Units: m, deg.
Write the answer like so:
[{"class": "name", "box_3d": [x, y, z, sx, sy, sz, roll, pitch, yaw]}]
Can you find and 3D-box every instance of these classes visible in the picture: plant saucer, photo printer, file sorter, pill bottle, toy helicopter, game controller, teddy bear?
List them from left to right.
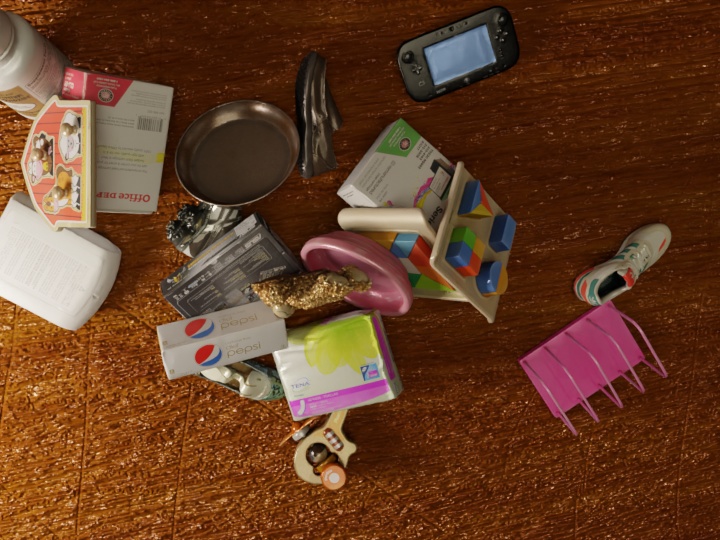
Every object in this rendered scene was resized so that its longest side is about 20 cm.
[{"class": "pill bottle", "box_3d": [-0.500, -0.302, 1.100, 0.114, 0.200, 0.115, -1, 80, 6]}, {"class": "photo printer", "box_3d": [-0.501, -0.009, 1.250, 0.199, 0.069, 0.167, 30, 98, -13]}, {"class": "plant saucer", "box_3d": [-0.191, -0.180, 1.213, 0.199, 0.032, 0.201, -3, 64, 6]}, {"class": "teddy bear", "box_3d": [-0.076, 0.035, 1.191, 0.199, 0.145, 0.067, -11, 95, 20]}, {"class": "toy helicopter", "box_3d": [-0.061, 0.282, 1.379, 0.132, 0.079, 0.201, 23, 89, -2]}, {"class": "plant saucer", "box_3d": [0.000, 0.000, 1.260, 0.200, 0.200, 0.051, 34, 66, -13]}, {"class": "game controller", "box_3d": [0.160, -0.352, 1.256, 0.199, 0.042, 0.105, -22, 105, 0]}, {"class": "file sorter", "box_3d": [0.414, 0.176, 1.367, 0.200, 0.125, 0.139, -34, 105, 2]}]

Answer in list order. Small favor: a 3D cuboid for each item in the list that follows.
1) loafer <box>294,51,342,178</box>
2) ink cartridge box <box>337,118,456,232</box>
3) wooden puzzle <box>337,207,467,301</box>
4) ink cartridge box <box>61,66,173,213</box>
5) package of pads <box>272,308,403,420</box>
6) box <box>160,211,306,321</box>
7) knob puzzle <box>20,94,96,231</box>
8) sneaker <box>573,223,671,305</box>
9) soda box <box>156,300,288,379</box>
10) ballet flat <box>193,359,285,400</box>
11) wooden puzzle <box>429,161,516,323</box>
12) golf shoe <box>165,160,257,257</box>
[{"class": "loafer", "box_3d": [-0.066, -0.251, 1.247, 0.071, 0.073, 0.201, -3, 109, -16]}, {"class": "ink cartridge box", "box_3d": [0.087, -0.124, 1.260, 0.200, 0.084, 0.145, 39, 77, -13]}, {"class": "wooden puzzle", "box_3d": [0.073, -0.020, 1.236, 0.200, 0.184, 0.037, 52, 58, -35]}, {"class": "ink cartridge box", "box_3d": [-0.381, -0.196, 1.179, 0.145, 0.083, 0.201, 0, 107, -45]}, {"class": "package of pads", "box_3d": [-0.044, 0.156, 1.300, 0.199, 0.068, 0.155, -17, 92, 19]}, {"class": "box", "box_3d": [-0.201, 0.022, 1.274, 0.200, 0.048, 0.159, -36, 127, 3]}, {"class": "knob puzzle", "box_3d": [-0.452, -0.156, 1.124, 0.030, 0.219, 0.221, -5, 109, -49]}, {"class": "sneaker", "box_3d": [0.472, -0.004, 1.347, 0.199, 0.093, 0.070, -36, 105, 3]}, {"class": "soda box", "box_3d": [-0.222, 0.109, 1.247, 0.199, 0.068, 0.064, -14, 127, -13]}, {"class": "ballet flat", "box_3d": [-0.216, 0.184, 1.329, 0.199, 0.074, 0.074, 24, 100, -11]}, {"class": "wooden puzzle", "box_3d": [0.190, -0.043, 1.199, 0.200, 0.046, 0.186, 43, 54, -40]}, {"class": "golf shoe", "box_3d": [-0.224, -0.102, 1.267, 0.200, 0.078, 0.094, -44, 127, 3]}]
